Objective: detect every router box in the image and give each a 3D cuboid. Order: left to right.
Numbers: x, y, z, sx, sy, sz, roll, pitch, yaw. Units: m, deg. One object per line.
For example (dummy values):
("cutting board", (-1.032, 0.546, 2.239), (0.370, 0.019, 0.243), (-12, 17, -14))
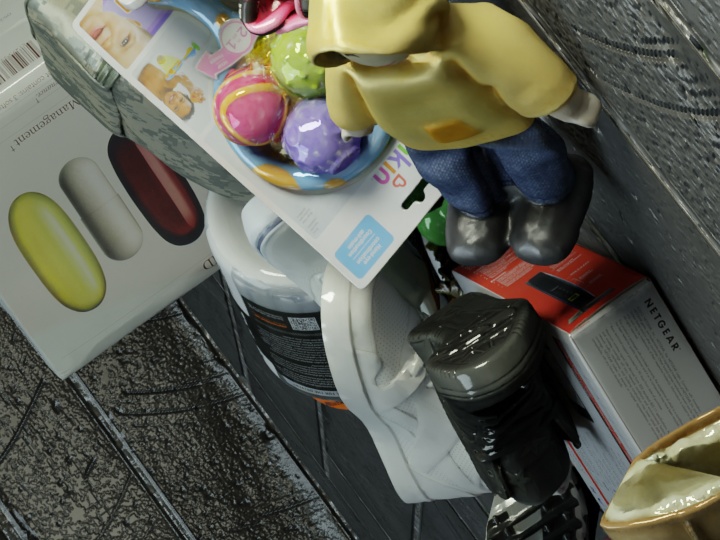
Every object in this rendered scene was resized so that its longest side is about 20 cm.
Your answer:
("router box", (0.140, 0.079, 1.459), (0.200, 0.049, 0.179), (57, 172, -18))

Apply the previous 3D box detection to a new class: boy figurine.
("boy figurine", (0.039, -0.074, 1.243), (0.124, 0.065, 0.200), (2, 154, 25))

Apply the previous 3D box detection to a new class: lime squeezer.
("lime squeezer", (0.031, -0.051, 1.597), (0.071, 0.038, 0.200), (55, 175, -25))

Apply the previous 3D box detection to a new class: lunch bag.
("lunch bag", (-0.074, -0.118, 1.568), (0.168, 0.139, 0.200), (44, 172, 4))

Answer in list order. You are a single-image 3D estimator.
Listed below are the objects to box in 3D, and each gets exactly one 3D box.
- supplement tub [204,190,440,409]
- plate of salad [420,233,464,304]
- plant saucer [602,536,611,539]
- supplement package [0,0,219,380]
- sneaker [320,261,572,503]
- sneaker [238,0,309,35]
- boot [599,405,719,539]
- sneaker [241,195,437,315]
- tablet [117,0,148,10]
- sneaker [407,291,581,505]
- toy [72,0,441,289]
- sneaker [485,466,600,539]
("supplement tub", (-0.018, 0.003, 1.811), (0.123, 0.122, 0.200), (50, 170, 28))
("plate of salad", (0.086, 0.053, 1.682), (0.200, 0.048, 0.200), (54, 173, 10))
("plant saucer", (0.209, 0.227, 1.671), (0.201, 0.051, 0.201), (52, 172, 10))
("supplement package", (-0.190, -0.077, 1.927), (0.200, 0.191, 0.147), (57, 174, -32))
("sneaker", (0.055, 0.056, 1.561), (0.200, 0.115, 0.074), (60, -146, -51))
("sneaker", (-0.020, -0.141, 1.315), (0.079, 0.095, 0.200), (53, 174, -6))
("boot", (0.150, 0.163, 1.331), (0.200, 0.175, 0.066), (57, 180, -42))
("sneaker", (0.000, 0.000, 1.611), (0.071, 0.073, 0.200), (62, -167, 24))
("tablet", (-0.114, -0.218, 1.452), (0.014, 0.130, 0.200), (32, -171, -41))
("sneaker", (0.074, 0.067, 1.418), (0.104, 0.060, 0.200), (58, 177, -8))
("toy", (-0.044, -0.095, 1.426), (0.200, 0.115, 0.047), (43, -160, 9))
("sneaker", (0.116, 0.151, 1.786), (0.091, 0.066, 0.200), (47, -164, -34))
